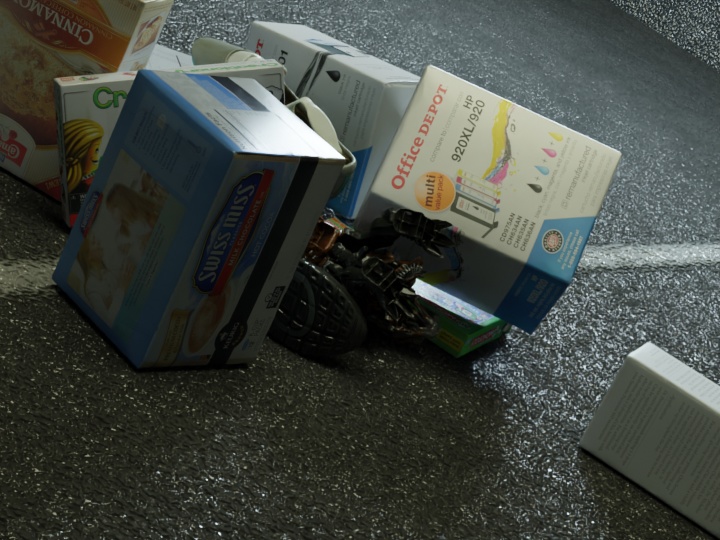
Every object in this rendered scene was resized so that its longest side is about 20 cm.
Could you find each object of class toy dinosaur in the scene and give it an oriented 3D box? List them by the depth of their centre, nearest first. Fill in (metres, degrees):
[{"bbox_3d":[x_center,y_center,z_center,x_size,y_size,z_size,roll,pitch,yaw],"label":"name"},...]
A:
[{"bbox_3d":[0.000,0.000,1.611,0.199,0.103,0.135,21,-17,-33],"label":"toy dinosaur"}]

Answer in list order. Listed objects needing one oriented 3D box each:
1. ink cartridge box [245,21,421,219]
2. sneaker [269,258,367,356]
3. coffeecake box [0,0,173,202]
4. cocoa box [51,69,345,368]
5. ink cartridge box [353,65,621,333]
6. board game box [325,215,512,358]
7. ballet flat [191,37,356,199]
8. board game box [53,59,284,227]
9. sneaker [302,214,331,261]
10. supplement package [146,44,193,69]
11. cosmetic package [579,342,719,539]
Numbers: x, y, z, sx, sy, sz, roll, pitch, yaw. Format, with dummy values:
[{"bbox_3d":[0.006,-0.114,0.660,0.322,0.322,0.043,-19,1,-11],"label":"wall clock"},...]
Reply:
[{"bbox_3d":[-0.037,-0.155,1.866,0.199,0.147,0.086,28,21,36],"label":"ink cartridge box"},{"bbox_3d":[-0.074,0.004,1.596,0.199,0.076,0.091,33,17,14],"label":"sneaker"},{"bbox_3d":[-0.278,-0.188,1.625,0.153,0.201,0.073,29,20,9],"label":"coffeecake box"},{"bbox_3d":[-0.131,-0.040,1.446,0.131,0.201,0.133,-1,34,-49],"label":"cocoa box"},{"bbox_3d":[0.112,-0.066,1.700,0.199,0.148,0.145,25,-21,0],"label":"ink cartridge box"},{"bbox_3d":[0.046,0.009,1.783,0.199,0.029,0.134,34,23,18],"label":"board game box"},{"bbox_3d":[-0.076,-0.155,1.693,0.200,0.064,0.067,49,46,6],"label":"ballet flat"},{"bbox_3d":[-0.163,-0.112,1.589,0.199,0.127,0.035,-8,20,-17],"label":"board game box"},{"bbox_3d":[-0.102,-0.050,1.694,0.200,0.088,0.074,51,47,-1],"label":"sneaker"},{"bbox_3d":[-0.181,-0.142,1.757,0.199,0.110,0.114,17,23,-24],"label":"supplement package"},{"bbox_3d":[0.309,0.162,1.627,0.200,0.102,0.071,34,21,18],"label":"cosmetic package"}]
